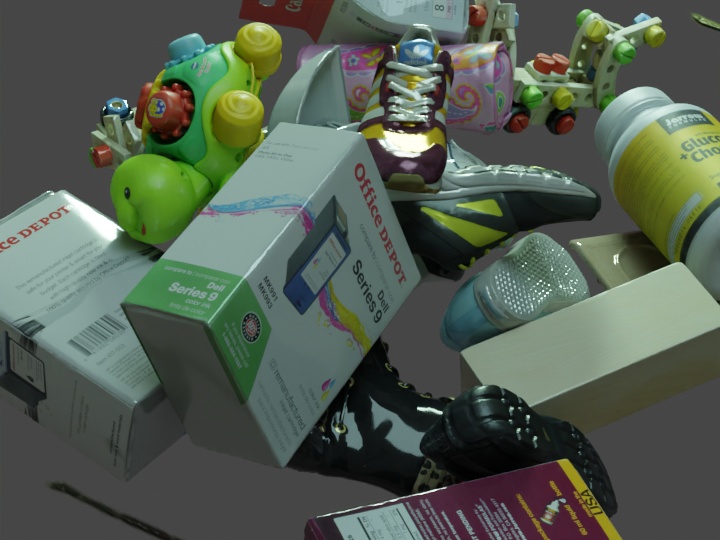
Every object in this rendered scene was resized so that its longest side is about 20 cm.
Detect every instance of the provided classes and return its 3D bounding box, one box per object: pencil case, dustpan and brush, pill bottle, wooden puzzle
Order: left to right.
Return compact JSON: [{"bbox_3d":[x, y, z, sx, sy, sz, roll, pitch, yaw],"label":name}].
[{"bbox_3d":[-0.043,-0.087,1.315,0.057,0.141,0.200,3,22,37],"label":"dustpan and brush"},{"bbox_3d":[0.038,-0.165,1.543,0.199,0.088,0.088,1,36,16],"label":"pencil case"},{"bbox_3d":[0.283,-0.073,1.462,0.111,0.113,0.200,-7,39,-24],"label":"pill bottle"},{"bbox_3d":[0.298,0.029,1.461,0.184,0.047,0.200,-8,39,-25],"label":"wooden puzzle"}]

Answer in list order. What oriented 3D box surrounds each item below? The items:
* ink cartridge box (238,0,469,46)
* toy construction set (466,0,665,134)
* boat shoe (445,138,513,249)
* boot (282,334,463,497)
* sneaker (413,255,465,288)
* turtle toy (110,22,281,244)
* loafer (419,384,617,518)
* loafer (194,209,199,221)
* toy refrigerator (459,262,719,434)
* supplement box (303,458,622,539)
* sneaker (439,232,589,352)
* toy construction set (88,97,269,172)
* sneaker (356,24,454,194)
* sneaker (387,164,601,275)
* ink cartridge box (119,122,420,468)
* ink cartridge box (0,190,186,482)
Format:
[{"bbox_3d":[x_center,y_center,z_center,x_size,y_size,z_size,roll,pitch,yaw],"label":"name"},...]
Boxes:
[{"bbox_3d":[-0.011,-0.227,1.590,0.198,0.163,0.057,4,78,-8],"label":"ink cartridge box"},{"bbox_3d":[0.182,-0.199,1.607,0.199,0.132,0.092,9,35,-27],"label":"toy construction set"},{"bbox_3d":[0.093,-0.064,1.470,0.086,0.075,0.202,21,11,-19],"label":"boat shoe"},{"bbox_3d":[0.028,0.093,1.278,0.150,0.073,0.200,21,43,11],"label":"boot"},{"bbox_3d":[0.000,0.000,1.397,0.199,0.081,0.074,4,8,-34],"label":"sneaker"},{"bbox_3d":[-0.129,-0.100,1.316,0.100,0.146,0.201,14,50,-2],"label":"turtle toy"},{"bbox_3d":[0.116,0.138,1.206,0.200,0.070,0.068,32,34,-46],"label":"loafer"},{"bbox_3d":[-0.040,-0.048,1.434,0.199,0.072,0.063,-19,50,-23],"label":"loafer"},{"bbox_3d":[0.182,0.074,1.318,0.199,0.070,0.076,-21,48,-15],"label":"toy refrigerator"},{"bbox_3d":[0.061,0.208,1.119,0.199,0.111,0.086,-10,45,-26],"label":"supplement box"},{"bbox_3d":[0.120,0.022,1.395,0.200,0.082,0.074,-11,70,-60],"label":"sneaker"},{"bbox_3d":[-0.154,-0.106,1.460,0.199,0.092,0.131,-6,42,-39],"label":"toy construction set"},{"bbox_3d":[0.034,-0.126,1.290,0.074,0.091,0.200,7,24,-3],"label":"sneaker"},{"bbox_3d":[0.089,-0.039,1.337,0.198,0.085,0.074,0,7,0],"label":"sneaker"},{"bbox_3d":[-0.057,0.014,1.198,0.087,0.146,0.200,9,47,35],"label":"ink cartridge box"},{"bbox_3d":[-0.200,0.043,1.262,0.199,0.086,0.146,30,41,21],"label":"ink cartridge box"}]
